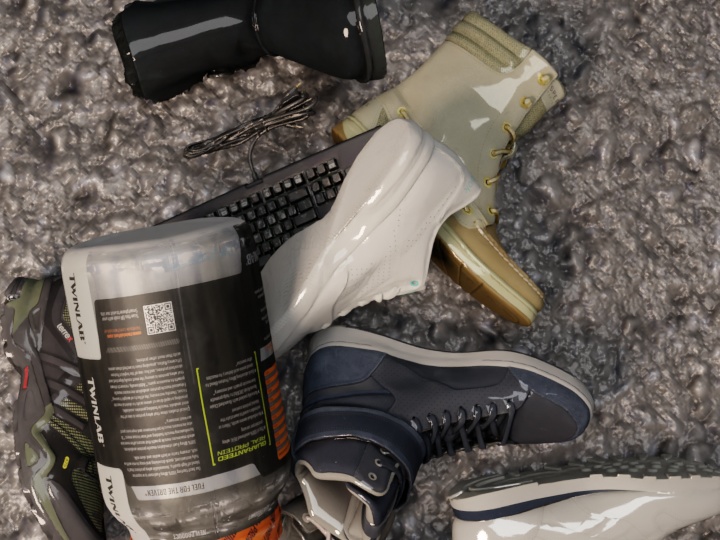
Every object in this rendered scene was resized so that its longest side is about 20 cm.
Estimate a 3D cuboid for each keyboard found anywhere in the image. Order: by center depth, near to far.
[{"bbox_3d":[-0.071,-0.053,0.902,0.198,0.021,0.129,-23,79,9],"label":"keyboard"}]

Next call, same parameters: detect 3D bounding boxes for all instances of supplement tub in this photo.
[{"bbox_3d":[-0.110,0.075,0.803,0.121,0.122,0.203,-9,97,-7],"label":"supplement tub"}]

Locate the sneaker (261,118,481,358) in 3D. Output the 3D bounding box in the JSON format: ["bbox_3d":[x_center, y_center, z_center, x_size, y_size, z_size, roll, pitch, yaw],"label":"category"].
[{"bbox_3d":[0.000,0.000,0.857,0.088,0.076,0.200,31,112,-29],"label":"sneaker"}]

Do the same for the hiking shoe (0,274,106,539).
[{"bbox_3d":[-0.178,0.092,0.860,0.099,0.076,0.203,-12,77,-4],"label":"hiking shoe"}]

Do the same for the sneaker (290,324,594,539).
[{"bbox_3d":[0.051,0.118,0.845,0.199,0.078,0.147,8,41,5],"label":"sneaker"}]

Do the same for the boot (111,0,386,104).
[{"bbox_3d":[-0.080,-0.155,0.880,0.166,0.200,0.077,-16,111,-10],"label":"boot"}]

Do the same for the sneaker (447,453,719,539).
[{"bbox_3d":[0.158,0.174,0.880,0.197,0.076,0.082,-7,89,-3],"label":"sneaker"}]

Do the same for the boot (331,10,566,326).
[{"bbox_3d":[0.096,-0.075,0.926,0.154,0.072,0.200,-41,79,-9],"label":"boot"}]

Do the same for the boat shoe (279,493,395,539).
[{"bbox_3d":[-0.060,0.198,0.854,0.198,0.057,0.067,-28,80,-11],"label":"boat shoe"}]
